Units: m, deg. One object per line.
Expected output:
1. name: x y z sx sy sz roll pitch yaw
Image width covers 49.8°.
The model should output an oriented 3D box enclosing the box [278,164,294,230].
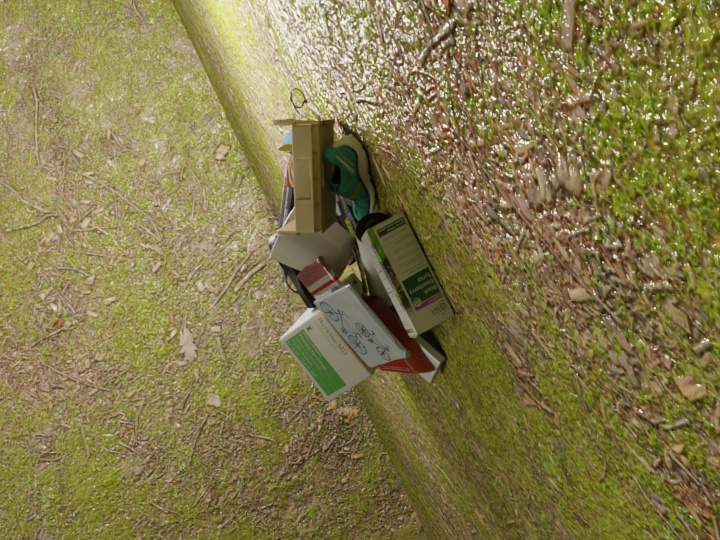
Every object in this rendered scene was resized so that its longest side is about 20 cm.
1. box: -0.147 -0.139 1.904 0.142 0.035 0.206 30 -118 -60

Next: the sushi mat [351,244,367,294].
1. sushi mat: 0.000 0.000 1.585 0.200 0.012 0.098 47 -149 -88

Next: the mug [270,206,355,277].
1. mug: -0.091 -0.054 1.685 0.151 0.152 0.187 30 -177 3

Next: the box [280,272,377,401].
1. box: -0.046 0.161 1.879 0.200 0.170 0.200 51 -145 -6

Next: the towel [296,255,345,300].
1. towel: -0.042 0.064 1.582 0.201 0.023 0.144 50 156 -5

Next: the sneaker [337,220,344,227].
1. sneaker: -0.088 -0.060 1.807 0.077 0.083 0.200 39 147 -2

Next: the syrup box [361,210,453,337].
1. syrup box: 0.081 0.009 1.368 0.204 0.077 0.081 63 170 4

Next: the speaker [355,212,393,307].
1. speaker: 0.041 -0.019 1.510 0.082 0.080 0.202 56 167 37

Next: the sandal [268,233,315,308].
1. sandal: -0.157 0.001 1.810 0.203 0.042 0.077 60 -149 -23

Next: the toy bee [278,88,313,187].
1. toy bee: -0.118 -0.275 1.638 0.107 0.129 0.205 8 117 49

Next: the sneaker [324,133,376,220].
1. sneaker: -0.023 -0.169 1.467 0.078 0.078 0.202 55 168 40

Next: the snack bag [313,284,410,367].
1. snack bag: 0.000 0.107 1.529 0.189 0.021 0.199 50 155 -6

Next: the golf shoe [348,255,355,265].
1. golf shoe: -0.078 -0.097 1.886 0.077 0.094 0.203 -38 78 37

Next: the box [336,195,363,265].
1. box: -0.009 -0.110 1.657 0.204 0.043 0.160 63 170 3

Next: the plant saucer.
1. plant saucer: 0.043 0.144 1.630 0.201 0.037 0.199 52 157 -13

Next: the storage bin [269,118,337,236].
1. storage bin: -0.105 -0.179 1.456 0.199 0.091 0.206 -54 -36 -76

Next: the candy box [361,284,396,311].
1. candy box: 0.057 0.079 1.766 0.118 0.056 0.200 60 169 7

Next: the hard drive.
1. hard drive: 0.088 0.143 1.629 0.199 0.025 0.133 41 158 14
